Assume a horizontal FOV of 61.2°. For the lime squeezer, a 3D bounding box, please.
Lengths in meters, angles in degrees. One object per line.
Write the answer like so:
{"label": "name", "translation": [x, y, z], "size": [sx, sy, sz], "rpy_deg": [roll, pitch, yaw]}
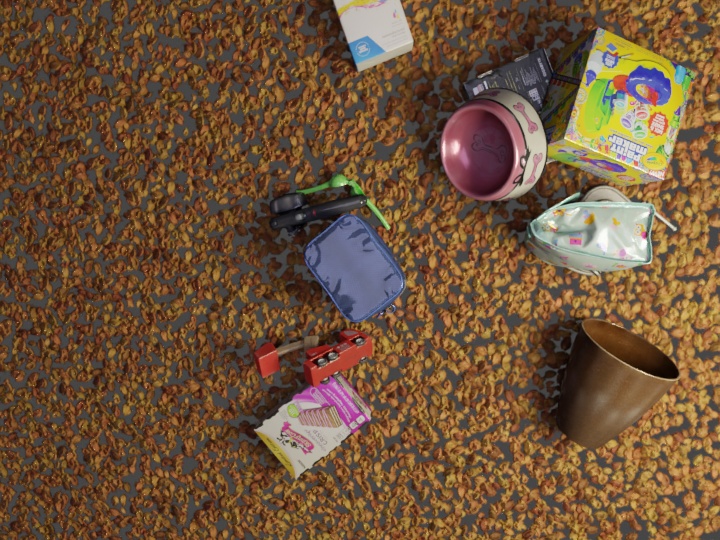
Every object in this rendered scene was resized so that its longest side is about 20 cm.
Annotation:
{"label": "lime squeezer", "translation": [-0.026, -0.143, 1.176], "size": [0.198, 0.038, 0.071], "rpy_deg": [20, 98, 0]}

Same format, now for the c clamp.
{"label": "c clamp", "translation": [0.471, -0.067, 1.157], "size": [0.171, 0.027, 0.200], "rpy_deg": [44, 98, -1]}

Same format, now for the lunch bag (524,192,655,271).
{"label": "lunch bag", "translation": [0.391, -0.064, 1.075], "size": [0.198, 0.170, 0.123], "rpy_deg": [5, 87, 11]}

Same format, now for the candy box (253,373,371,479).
{"label": "candy box", "translation": [-0.095, 0.300, 1.222], "size": [0.200, 0.061, 0.137], "rpy_deg": [-40, 93, 8]}

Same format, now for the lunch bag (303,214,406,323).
{"label": "lunch bag", "translation": [0.000, 0.000, 1.144], "size": [0.135, 0.132, 0.201], "rpy_deg": [-35, 88, 8]}

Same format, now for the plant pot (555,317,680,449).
{"label": "plant pot", "translation": [0.453, 0.224, 1.132], "size": [0.185, 0.187, 0.202], "rpy_deg": [22, 112, 1]}

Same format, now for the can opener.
{"label": "can opener", "translation": [-0.084, -0.113, 1.156], "size": [0.198, 0.063, 0.079], "rpy_deg": [-8, 107, 18]}

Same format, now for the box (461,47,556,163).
{"label": "box", "translation": [0.298, -0.285, 1.132], "size": [0.158, 0.049, 0.202], "rpy_deg": [-23, 96, 8]}

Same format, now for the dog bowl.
{"label": "dog bowl", "translation": [0.224, -0.214, 1.074], "size": [0.073, 0.199, 0.202], "rpy_deg": [-23, 97, -38]}

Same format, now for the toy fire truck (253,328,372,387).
{"label": "toy fire truck", "translation": [-0.091, 0.162, 1.185], "size": [0.199, 0.141, 0.049], "rpy_deg": [-25, 123, -30]}

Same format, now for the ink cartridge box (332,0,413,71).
{"label": "ink cartridge box", "translation": [0.011, -0.488, 1.117], "size": [0.115, 0.067, 0.202], "rpy_deg": [-20, 95, 6]}

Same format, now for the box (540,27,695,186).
{"label": "box", "translation": [0.433, -0.274, 1.056], "size": [0.198, 0.122, 0.195], "rpy_deg": [18, 89, -12]}
